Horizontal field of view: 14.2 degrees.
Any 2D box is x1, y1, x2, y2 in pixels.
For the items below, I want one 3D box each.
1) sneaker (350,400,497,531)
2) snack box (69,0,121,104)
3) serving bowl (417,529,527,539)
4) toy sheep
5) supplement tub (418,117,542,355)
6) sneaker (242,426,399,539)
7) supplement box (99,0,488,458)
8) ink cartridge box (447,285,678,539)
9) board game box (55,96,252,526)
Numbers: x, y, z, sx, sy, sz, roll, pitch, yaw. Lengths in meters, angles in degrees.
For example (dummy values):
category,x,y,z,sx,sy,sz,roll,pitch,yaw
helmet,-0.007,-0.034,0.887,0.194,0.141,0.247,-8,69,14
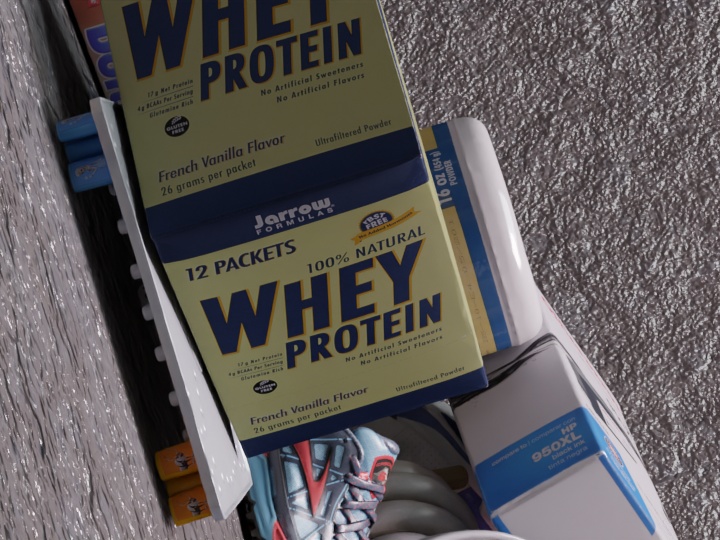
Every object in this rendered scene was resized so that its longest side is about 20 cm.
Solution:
category,x,y,z,sx,sy,sz,roll,pitch,yaw
sneaker,0.008,0.125,1.909,0.199,0.115,0.081,42,11,12
snack box,-0.132,-0.115,1.589,0.072,0.024,0.201,-102,176,-53
serving bowl,0.046,0.241,1.594,0.066,0.199,0.201,4,-67,62
toy sheep,0.015,0.177,1.775,0.200,0.137,0.139,-125,-165,-62
supplement tub,0.000,0.000,1.773,0.145,0.199,0.146,-17,90,-89
sneaker,-0.021,0.127,1.661,0.079,0.095,0.201,63,10,-75
supplement box,-0.035,-0.053,1.450,0.200,0.133,0.201,71,3,-53
ink cartridge box,0.124,0.119,1.814,0.145,0.084,0.200,54,10,-34
board game box,-0.098,0.019,1.408,0.200,0.026,0.201,-22,96,-88
